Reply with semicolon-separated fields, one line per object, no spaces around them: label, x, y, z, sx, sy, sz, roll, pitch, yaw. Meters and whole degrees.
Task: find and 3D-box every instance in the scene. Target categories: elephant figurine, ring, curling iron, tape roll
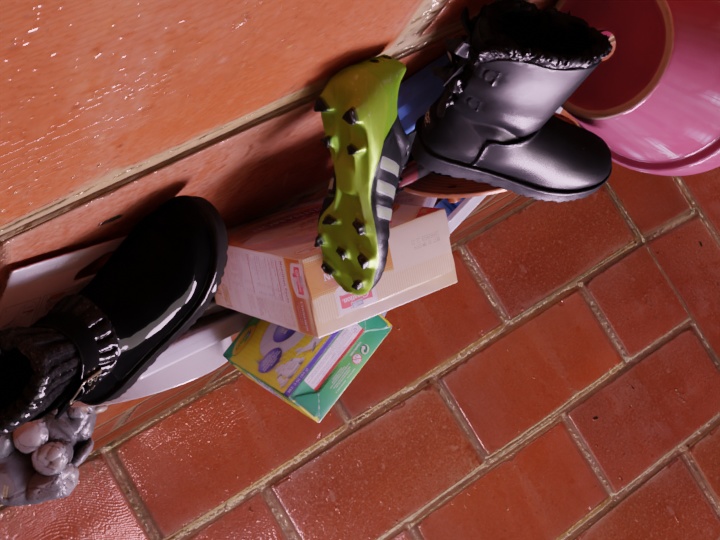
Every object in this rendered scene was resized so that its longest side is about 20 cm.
elephant figurine;-0.393;0.211;1.314;0.155;0.142;0.200;-3;-162;11
ring;0.124;-0.118;1.033;0.200;0.019;0.201;-10;-150;6
curling iron;0.073;-0.111;0.991;0.200;0.026;0.050;-34;-161;-35
tape roll;-0.240;0.098;1.124;0.202;0.037;0.203;-13;-170;2

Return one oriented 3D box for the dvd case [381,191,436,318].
dvd case;0.000;0.000;1.063;0.143;0.018;0.200;1;-117;57

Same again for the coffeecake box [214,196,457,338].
coffeecake box;-0.034;-0.010;0.945;0.153;0.073;0.200;-20;-163;-30

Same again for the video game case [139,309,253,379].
video game case;-0.226;0.074;1.067;0.182;0.024;0.200;-5;-168;35

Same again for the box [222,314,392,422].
box;-0.062;0.068;1.008;0.117;0.048;0.200;-52;-155;-12

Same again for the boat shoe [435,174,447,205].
boat shoe;0.080;-0.115;1.206;0.200;0.072;0.068;-49;168;27

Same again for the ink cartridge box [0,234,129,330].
ink cartridge box;-0.240;0.030;0.829;0.200;0.044;0.174;-24;149;-54

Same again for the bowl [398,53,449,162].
bowl;0.080;-0.155;0.948;0.200;0.039;0.201;-31;176;-3

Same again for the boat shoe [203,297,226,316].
boat shoe;-0.135;0.005;1.048;0.200;0.070;0.071;-25;180;-30

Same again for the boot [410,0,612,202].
boot;0.145;-0.133;0.810;0.198;0.074;0.163;8;148;-16

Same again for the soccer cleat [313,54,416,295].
soccer cleat;0.008;-0.067;0.775;0.081;0.067;0.200;-37;143;-37

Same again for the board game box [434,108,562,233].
board game box;0.161;-0.126;1.198;0.200;0.026;0.200;-47;175;2

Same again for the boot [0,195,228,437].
boot;-0.197;0.035;0.741;0.211;0.079;0.158;-54;162;16

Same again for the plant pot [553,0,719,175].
plant pot;0.263;-0.191;0.933;0.200;0.200;0.179;-34;159;34
